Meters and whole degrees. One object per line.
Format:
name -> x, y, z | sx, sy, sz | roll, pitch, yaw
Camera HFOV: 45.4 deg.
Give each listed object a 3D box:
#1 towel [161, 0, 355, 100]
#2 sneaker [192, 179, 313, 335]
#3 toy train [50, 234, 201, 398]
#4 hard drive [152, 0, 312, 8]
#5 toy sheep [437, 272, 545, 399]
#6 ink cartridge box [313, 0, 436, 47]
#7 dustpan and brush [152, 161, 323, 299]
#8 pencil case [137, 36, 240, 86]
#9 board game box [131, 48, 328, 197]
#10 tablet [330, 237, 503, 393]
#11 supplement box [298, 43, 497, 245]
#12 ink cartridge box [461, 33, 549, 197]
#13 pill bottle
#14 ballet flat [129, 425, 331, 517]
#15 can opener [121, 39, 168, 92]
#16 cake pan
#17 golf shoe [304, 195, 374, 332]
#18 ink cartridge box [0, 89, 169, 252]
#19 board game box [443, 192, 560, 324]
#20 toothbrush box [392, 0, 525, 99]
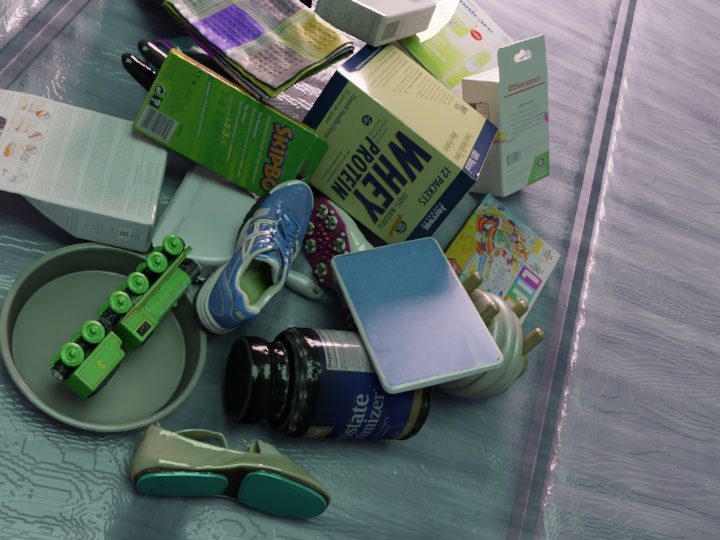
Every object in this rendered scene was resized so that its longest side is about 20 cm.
towel -> -0.116, -0.280, 0.984 | 0.143, 0.023, 0.200 | -35, 68, -27
sneaker -> -0.094, -0.016, 0.907 | 0.076, 0.077, 0.201 | 44, 56, -28
toy train -> -0.220, 0.041, 0.835 | 0.056, 0.042, 0.200 | 44, 49, -11
hard drive -> -0.179, -0.367, 1.110 | 0.198, 0.038, 0.139 | -11, 29, -31
toy sheep -> 0.124, 0.080, 0.987 | 0.199, 0.137, 0.139 | 30, 48, -34
ink cartridge box -> -0.011, -0.359, 1.122 | 0.175, 0.045, 0.200 | 30, 29, 12
dustpan and brush -> -0.125, -0.024, 0.976 | 0.198, 0.057, 0.140 | 25, 53, -5
pencil case -> -0.170, -0.266, 1.073 | 0.199, 0.085, 0.093 | -29, 90, -39
board game box -> -0.141, -0.151, 0.951 | 0.199, 0.096, 0.030 | 29, 19, -15
tablet -> 0.055, 0.041, 0.909 | 0.129, 0.014, 0.201 | -12, 45, -14
supplement box -> 0.041, -0.157, 1.057 | 0.199, 0.135, 0.200 | 37, 31, -4
ink cartridge box -> 0.202, -0.216, 1.188 | 0.117, 0.067, 0.202 | -25, 119, -39
pill bottle -> -0.034, 0.117, 0.893 | 0.198, 0.112, 0.113 | 6, 58, -26
ballet flat -> -0.121, 0.189, 0.834 | 0.198, 0.070, 0.070 | 16, 55, -20
can opener -> -0.187, -0.188, 0.984 | 0.200, 0.063, 0.079 | 48, 19, -40
cake pan -> -0.252, 0.068, 0.848 | 0.198, 0.037, 0.202 | 15, 55, -22
golf shoe -> 0.000, 0.000, 1.023 | 0.091, 0.075, 0.201 | -9, 67, -50
ink cartridge box -> -0.308, -0.108, 0.907 | 0.198, 0.047, 0.161 | 12, 43, -15
board game box -> 0.172, 0.003, 1.131 | 0.134, 0.034, 0.200 | 40, 50, -2
toothbrush box -> 0.129, -0.308, 1.268 | 0.146, 0.086, 0.200 | 46, 49, 3
